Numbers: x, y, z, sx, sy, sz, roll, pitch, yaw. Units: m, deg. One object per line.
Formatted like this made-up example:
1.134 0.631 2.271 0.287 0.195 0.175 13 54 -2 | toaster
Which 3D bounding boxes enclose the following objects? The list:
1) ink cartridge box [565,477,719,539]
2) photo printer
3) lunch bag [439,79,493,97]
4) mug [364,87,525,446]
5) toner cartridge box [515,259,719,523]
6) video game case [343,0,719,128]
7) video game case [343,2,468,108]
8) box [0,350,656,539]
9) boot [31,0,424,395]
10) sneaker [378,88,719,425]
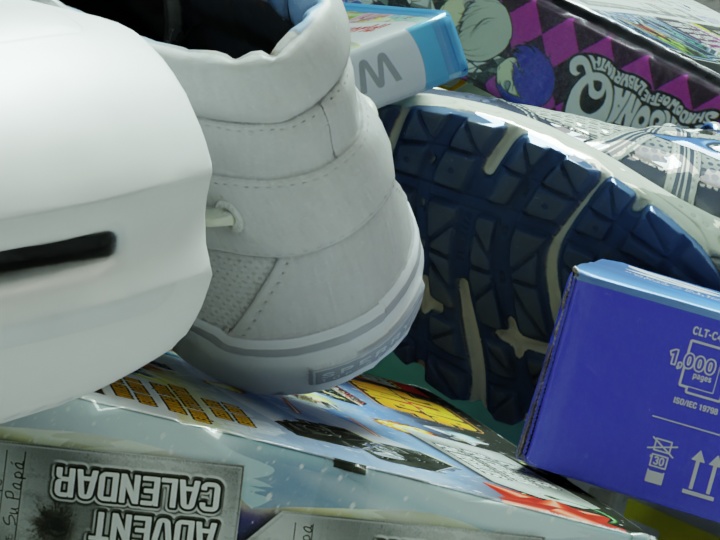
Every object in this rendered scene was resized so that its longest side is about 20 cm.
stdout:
0.150 0.087 0.690 0.197 0.047 0.200 13 6 -32 | ink cartridge box
-0.132 -0.014 0.475 0.166 0.070 0.200 -9 16 -34 | photo printer
-0.002 -0.039 1.029 0.077 0.160 0.200 52 -3 20 | lunch bag
-0.005 -0.001 0.818 0.152 0.115 0.185 13 4 -39 | mug
0.137 0.045 0.589 0.199 0.043 0.095 16 5 8 | toner cartridge box
0.108 -0.050 0.839 0.181 0.036 0.200 28 12 18 | video game case
-0.084 -0.024 0.684 0.199 0.018 0.143 -22 11 -11 | video game case
-0.031 0.041 0.600 0.136 0.040 0.200 14 3 -12 | box
-0.068 -0.057 0.578 0.199 0.074 0.096 28 -34 33 | boot
0.085 -0.001 0.694 0.199 0.077 0.085 20 29 11 | sneaker
